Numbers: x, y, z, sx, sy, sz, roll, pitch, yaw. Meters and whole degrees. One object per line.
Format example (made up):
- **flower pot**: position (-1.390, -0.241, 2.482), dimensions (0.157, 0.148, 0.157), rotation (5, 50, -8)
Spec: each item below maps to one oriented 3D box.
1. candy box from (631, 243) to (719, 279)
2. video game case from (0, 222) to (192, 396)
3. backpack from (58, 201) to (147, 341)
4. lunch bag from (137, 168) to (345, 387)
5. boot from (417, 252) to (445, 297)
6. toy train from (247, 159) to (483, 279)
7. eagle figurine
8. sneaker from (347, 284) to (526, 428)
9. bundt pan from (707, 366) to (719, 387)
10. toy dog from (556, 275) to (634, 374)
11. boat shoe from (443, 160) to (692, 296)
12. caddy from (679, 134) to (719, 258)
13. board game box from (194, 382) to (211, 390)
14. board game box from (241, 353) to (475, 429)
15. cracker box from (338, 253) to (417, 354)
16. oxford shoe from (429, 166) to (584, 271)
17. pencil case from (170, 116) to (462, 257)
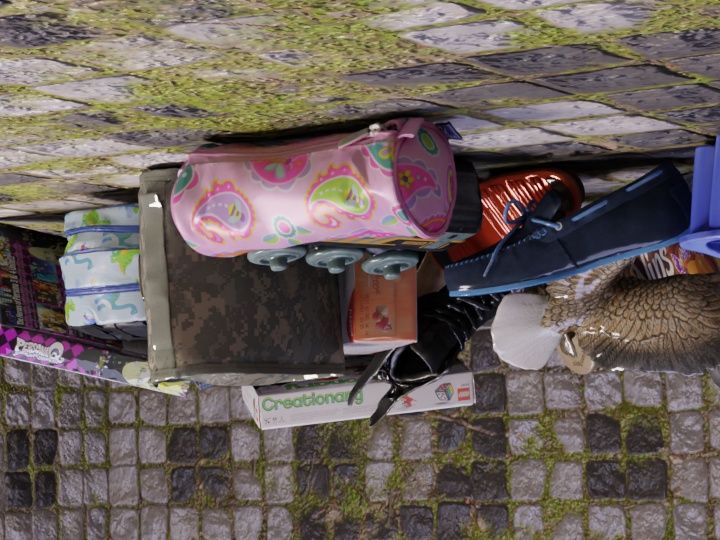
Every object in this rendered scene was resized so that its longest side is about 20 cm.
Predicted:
- **candy box**: position (0.290, -0.010, 1.770), dimensions (0.056, 0.117, 0.200), rotation (-25, -179, -14)
- **video game case**: position (-0.248, 0.032, 1.841), dimensions (0.180, 0.036, 0.200), rotation (14, -156, -21)
- **backpack**: position (-0.170, 0.000, 1.758), dimensions (0.162, 0.155, 0.200), rotation (2, -159, 37)
- **lunch bag**: position (-0.109, 0.008, 1.619), dimensions (0.117, 0.165, 0.200), rotation (-7, 172, 33)
- **boot**: position (0.052, 0.028, 1.960), dimensions (0.075, 0.201, 0.074), rotation (-2, -139, -37)
- **toy train**: position (-0.004, -0.048, 1.542), dimensions (0.199, 0.086, 0.114), rotation (4, 161, -35)
- **eagle figurine**: position (0.211, 0.007, 1.665), dimensions (0.151, 0.152, 0.200), rotation (12, 169, -35)
- **sneaker**: position (0.075, 0.051, 1.775), dimensions (0.200, 0.060, 0.104), rotation (-36, -164, 34)
- **bundt pan**: position (0.363, 0.025, 1.849), dimensions (0.075, 0.203, 0.202), rotation (11, 173, -11)
- **toy dog**: position (0.186, 0.003, 1.832), dimensions (0.199, 0.097, 0.132), rotation (29, -137, 16)
- **boat shoe**: position (0.156, -0.032, 1.567), dimensions (0.199, 0.069, 0.084), rotation (-17, -177, 6)
- **caddy**: position (0.329, -0.044, 1.479), dimensions (0.199, 0.106, 0.141), rotation (-1, 176, -4)
- **board game box**: position (-0.165, 0.057, 1.958), dimensions (0.199, 0.062, 0.200), rotation (-22, -152, -12)
- **board game box**: position (-0.005, 0.106, 1.889), dimensions (0.199, 0.035, 0.126), rotation (-6, -170, -10)
- **cracker box**: position (0.000, 0.000, 1.742), dimensions (0.057, 0.135, 0.200), rotation (1, 174, -12)
- **oxford shoe**: position (0.127, -0.054, 1.678), dimensions (0.072, 0.071, 0.200), rotation (-38, -172, -31)
- **pencil case**: position (-0.031, -0.057, 1.392), dimensions (0.199, 0.088, 0.087), rotation (-6, 174, 33)
